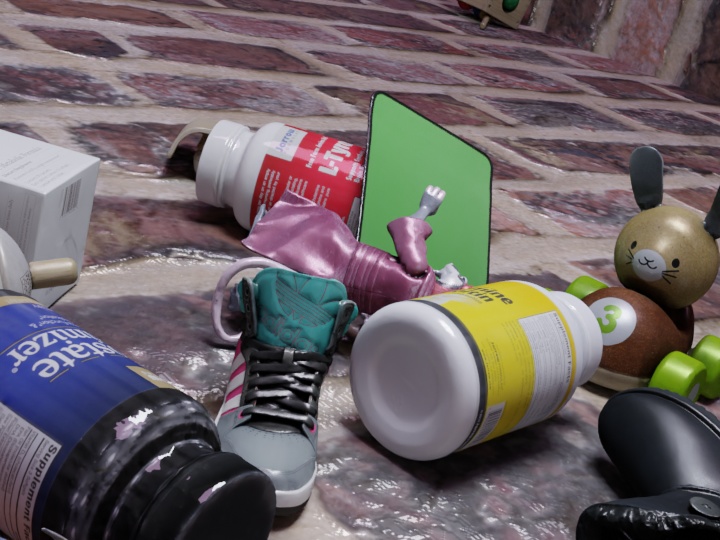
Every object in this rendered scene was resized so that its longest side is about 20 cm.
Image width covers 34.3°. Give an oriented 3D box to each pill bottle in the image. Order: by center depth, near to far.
[{"bbox_3d":[-0.146,0.097,0.618,0.200,0.112,0.112,26,23,28],"label":"pill bottle"},{"bbox_3d":[0.094,0.067,0.867,0.112,0.112,0.200,30,25,35],"label":"pill bottle"},{"bbox_3d":[-0.053,-0.079,1.143,0.200,0.112,0.112,18,20,7],"label":"pill bottle"}]

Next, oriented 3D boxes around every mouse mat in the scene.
[{"bbox_3d":[0.064,-0.059,1.092,0.161,0.008,0.200,27,52,-30],"label":"mouse mat"}]

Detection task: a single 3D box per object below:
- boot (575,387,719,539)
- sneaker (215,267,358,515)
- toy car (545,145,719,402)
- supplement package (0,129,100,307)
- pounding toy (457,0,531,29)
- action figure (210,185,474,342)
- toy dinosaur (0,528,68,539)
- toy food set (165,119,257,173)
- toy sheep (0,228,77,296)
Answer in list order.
[{"bbox_3d":[0.197,0.150,0.773,0.168,0.076,0.200,1,31,-43],"label":"boot"},{"bbox_3d":[-0.048,0.062,0.765,0.084,0.121,0.200,12,21,-9],"label":"sneaker"},{"bbox_3d":[0.260,0.000,1.032,0.164,0.200,0.158,28,24,31],"label":"toy car"},{"bbox_3d":[-0.318,-0.050,0.883,0.200,0.110,0.114,16,20,3],"label":"supplement package"},{"bbox_3d":[0.330,-0.696,3.027,0.184,0.142,0.200,14,17,-49],"label":"pounding toy"},{"bbox_3d":[0.000,0.000,0.935,0.200,0.134,0.149,13,16,12],"label":"action figure"},{"bbox_3d":[-0.145,0.142,0.529,0.181,0.105,0.200,16,13,-24],"label":"toy dinosaur"},{"bbox_3d":[-0.113,-0.119,1.302,0.200,0.060,0.144,14,9,-8],"label":"toy food set"},{"bbox_3d":[-0.278,0.012,0.726,0.200,0.138,0.138,-15,31,-20],"label":"toy sheep"}]
